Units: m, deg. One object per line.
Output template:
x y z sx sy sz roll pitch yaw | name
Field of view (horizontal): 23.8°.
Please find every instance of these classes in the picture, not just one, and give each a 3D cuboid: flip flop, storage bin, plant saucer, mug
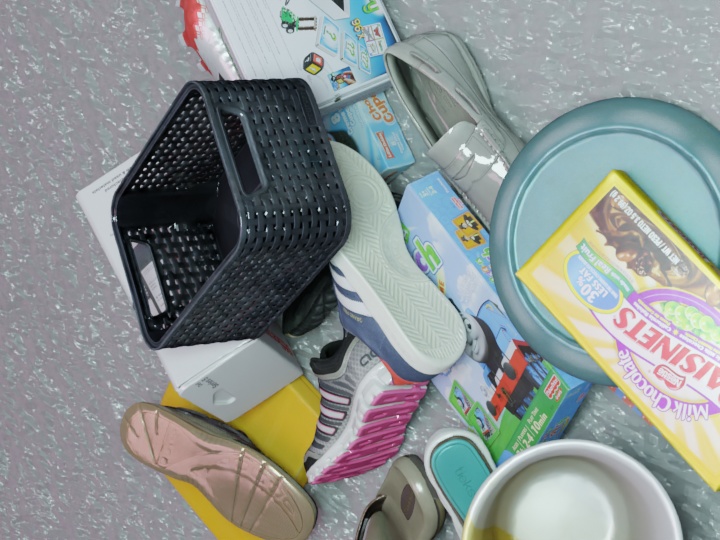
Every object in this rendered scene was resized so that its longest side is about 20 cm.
0.024 0.225 1.404 0.081 0.057 0.201 50 151 25 | flip flop
-0.101 -0.040 1.271 0.200 0.093 0.136 -46 56 50 | storage bin
0.178 -0.020 1.173 0.198 0.027 0.202 0 90 23 | plant saucer
0.129 0.195 1.216 0.185 0.153 0.151 -20 89 4 | mug

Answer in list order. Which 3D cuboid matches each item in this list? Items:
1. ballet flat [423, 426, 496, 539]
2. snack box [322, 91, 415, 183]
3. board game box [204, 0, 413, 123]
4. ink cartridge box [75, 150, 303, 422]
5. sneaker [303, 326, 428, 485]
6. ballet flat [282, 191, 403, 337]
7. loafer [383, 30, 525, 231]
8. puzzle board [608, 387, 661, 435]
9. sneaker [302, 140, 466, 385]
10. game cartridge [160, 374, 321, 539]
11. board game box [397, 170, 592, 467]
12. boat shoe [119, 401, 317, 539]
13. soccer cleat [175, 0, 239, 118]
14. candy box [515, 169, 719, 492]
0.106 0.208 1.332 0.069 0.069 0.201 -16 103 46 | ballet flat
-0.041 -0.149 1.403 0.116 0.037 0.201 -34 77 45 | snack box
-0.056 -0.218 1.341 0.035 0.125 0.201 113 134 -77 | board game box
-0.143 0.014 1.453 0.084 0.146 0.201 -32 70 5 | ink cartridge box
-0.006 0.104 1.408 0.088 0.073 0.200 63 150 26 | sneaker
-0.013 0.003 1.410 0.200 0.056 0.067 -46 37 48 | ballet flat
0.080 -0.089 1.270 0.201 0.069 0.070 59 138 19 | loafer
0.201 0.024 1.224 0.200 0.017 0.151 44 128 29 | puzzle board
0.000 0.000 1.295 0.201 0.075 0.085 62 149 11 | sneaker
-0.112 0.149 1.565 0.176 0.032 0.201 46 126 27 | game cartridge
0.088 0.046 1.300 0.200 0.036 0.152 53 151 22 | board game box
-0.118 0.171 1.509 0.199 0.065 0.072 26 109 16 | boat shoe
-0.086 -0.157 1.377 0.085 0.068 0.202 -13 95 38 | soccer cleat
0.204 0.038 1.132 0.200 0.026 0.102 48 110 17 | candy box
